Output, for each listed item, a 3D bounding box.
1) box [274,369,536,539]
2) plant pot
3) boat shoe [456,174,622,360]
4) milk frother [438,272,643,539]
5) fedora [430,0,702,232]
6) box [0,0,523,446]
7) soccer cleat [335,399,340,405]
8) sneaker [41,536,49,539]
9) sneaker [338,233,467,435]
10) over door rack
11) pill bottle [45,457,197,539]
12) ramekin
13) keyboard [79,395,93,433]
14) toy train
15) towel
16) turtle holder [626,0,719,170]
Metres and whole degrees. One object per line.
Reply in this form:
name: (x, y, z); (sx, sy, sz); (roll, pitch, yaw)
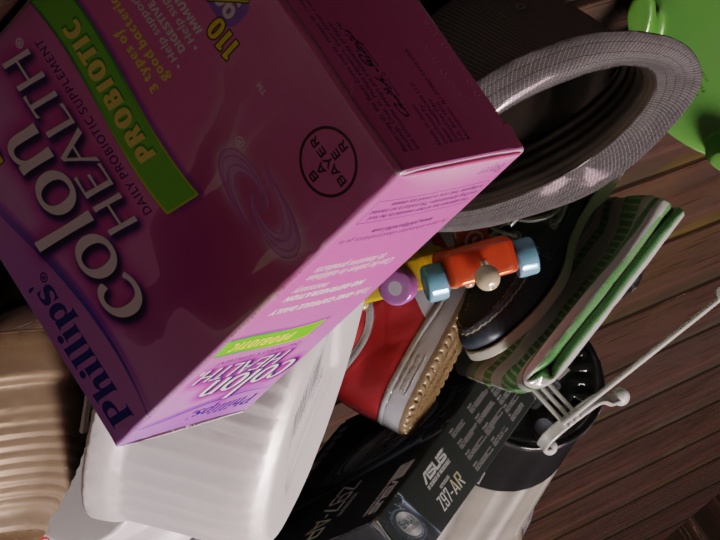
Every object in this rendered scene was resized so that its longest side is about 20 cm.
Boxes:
box: (0.011, 0.147, 1.749); (0.160, 0.044, 0.200); (-26, -165, 41)
plant pot: (-0.222, 0.104, 1.367); (0.200, 0.093, 0.201); (-14, 168, -3)
boat shoe: (0.107, -0.033, 1.651); (0.075, 0.062, 0.200); (-2, -132, 51)
milk frother: (0.118, 0.081, 1.948); (0.199, 0.181, 0.188); (-20, 157, -24)
fedora: (0.084, -0.102, 1.473); (0.199, 0.090, 0.177); (-13, 154, -38)
box: (-0.064, -0.057, 1.135); (0.200, 0.176, 0.097); (-43, 163, 33)
soccer cleat: (-0.047, 0.069, 1.788); (0.200, 0.069, 0.078); (-36, 162, 18)
sneaker: (-0.215, 0.161, 1.701); (0.112, 0.071, 0.200); (-39, 163, 30)
sneaker: (0.028, -0.002, 1.724); (0.200, 0.112, 0.071); (-60, 164, -18)
over door rack: (0.158, 0.014, 1.834); (0.200, 0.148, 0.067); (-40, 166, -8)
pill bottle: (-0.129, 0.123, 1.670); (0.119, 0.120, 0.200); (-39, 165, 18)
ramekin: (-0.066, 0.050, 1.394); (0.200, 0.097, 0.201); (18, 90, -83)
keyboard: (-0.113, 0.023, 1.413); (0.200, 0.011, 0.056); (-56, 165, -65)
toy train: (0.000, 0.000, 1.573); (0.199, 0.056, 0.150); (-15, -177, -4)
towel: (0.127, 0.011, 1.673); (0.153, 0.023, 0.200); (-53, -169, -4)
turtle holder: (0.236, -0.133, 1.615); (0.186, 0.141, 0.132); (-57, 171, 33)
